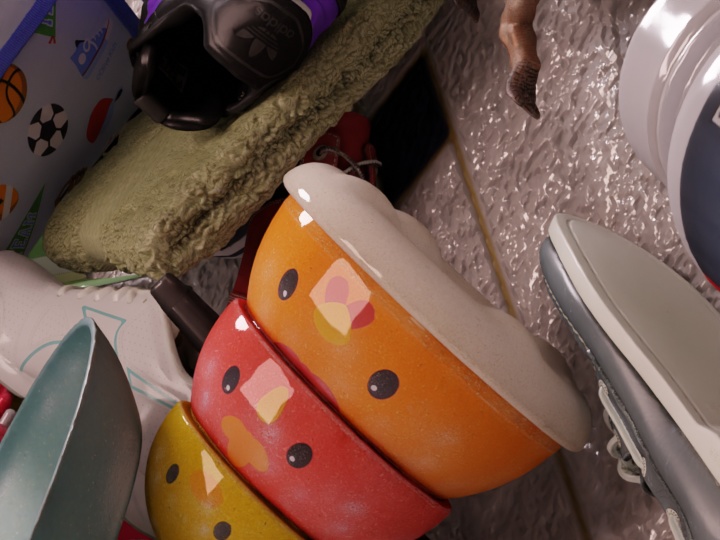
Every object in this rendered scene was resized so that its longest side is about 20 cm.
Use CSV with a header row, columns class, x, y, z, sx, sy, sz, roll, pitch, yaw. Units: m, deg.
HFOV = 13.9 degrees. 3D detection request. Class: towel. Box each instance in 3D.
class,x,y,z,sx,sy,sz,roll,pitch,yaw
towel,-0.046,-0.071,1.282,0.200,0.036,0.148,-47,20,-16

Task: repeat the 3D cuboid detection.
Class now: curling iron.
class,x,y,z,sx,sy,sz,roll,pitch,yaw
curling iron,-0.008,0.074,1.145,0.200,0.026,0.050,48,165,9

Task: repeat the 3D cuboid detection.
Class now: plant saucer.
class,x,y,z,sx,sy,sz,roll,pitch,yaw
plant saucer,-0.126,0.115,1.093,0.200,0.036,0.200,-60,13,22

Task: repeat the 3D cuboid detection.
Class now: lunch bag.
class,x,y,z,sx,sy,sz,roll,pitch,yaw
lunch bag,-0.195,-0.091,1.294,0.124,0.200,0.170,25,72,34

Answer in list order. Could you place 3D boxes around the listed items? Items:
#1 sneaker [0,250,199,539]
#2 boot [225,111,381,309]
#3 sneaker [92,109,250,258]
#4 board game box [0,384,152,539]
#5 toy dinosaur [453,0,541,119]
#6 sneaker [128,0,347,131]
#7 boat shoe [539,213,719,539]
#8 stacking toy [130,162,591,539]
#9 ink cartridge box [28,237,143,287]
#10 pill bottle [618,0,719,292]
class,x,y,z,sx,sy,sz,roll,pitch,yaw
sneaker,-0.096,0.037,1.239,0.200,0.070,0.080,40,111,40
boot,0.000,0.000,1.233,0.200,0.072,0.144,-1,74,59
sneaker,-0.101,-0.059,1.405,0.200,0.079,0.078,25,99,57
board game box,-0.126,0.080,1.276,0.158,0.200,0.039,43,110,36
toy dinosaur,0.076,-0.152,1.153,0.136,0.086,0.200,-45,22,11
sneaker,-0.069,-0.107,1.248,0.100,0.070,0.200,-59,19,-10
boat shoe,0.106,0.055,1.037,0.062,0.073,0.200,-56,42,23
stacking toy,-0.027,0.074,1.075,0.200,0.146,0.146,-48,36,3
ink cartridge box,-0.200,0.000,1.472,0.200,0.145,0.048,-12,90,56
pill bottle,0.166,-0.024,0.926,0.120,0.120,0.200,-66,32,16
